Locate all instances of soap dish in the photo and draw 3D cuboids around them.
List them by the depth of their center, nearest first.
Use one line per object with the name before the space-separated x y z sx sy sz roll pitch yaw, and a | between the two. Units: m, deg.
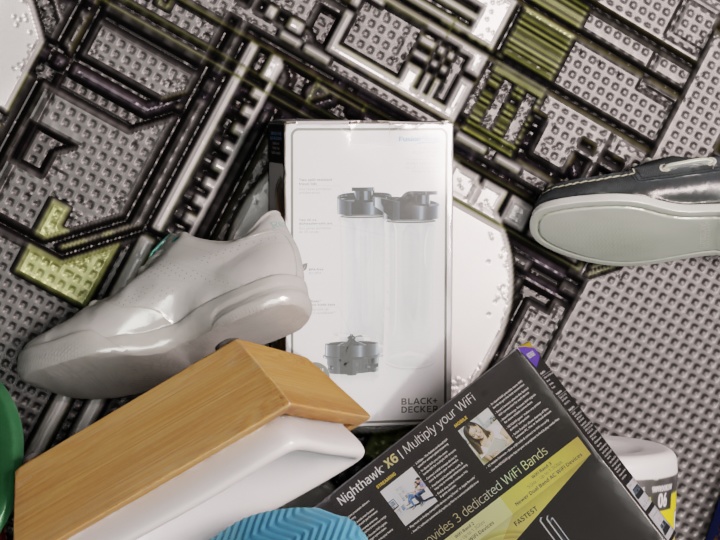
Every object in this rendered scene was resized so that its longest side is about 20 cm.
soap dish | -0.107 0.119 1.396 0.199 0.157 0.082 -31 75 13

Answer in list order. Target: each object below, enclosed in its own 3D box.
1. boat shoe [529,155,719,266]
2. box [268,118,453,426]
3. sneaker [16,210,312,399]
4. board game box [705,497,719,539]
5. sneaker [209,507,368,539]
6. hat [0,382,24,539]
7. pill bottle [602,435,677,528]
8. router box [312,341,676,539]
boat shoe | 0.213 -0.046 1.535 0.199 0.076 0.061 3 55 -4
box | 0.000 0.000 1.488 0.116 0.060 0.201 -2 95 -12
sneaker | -0.129 0.020 1.454 0.199 0.075 0.089 -17 64 11
board game box | 0.301 0.233 1.582 0.134 0.045 0.201 19 90 -13
sneaker | -0.079 0.219 1.426 0.199 0.081 0.077 -30 56 4
hat | -0.259 0.179 1.460 0.165 0.176 0.201 -9 59 16
pill bottle | 0.152 0.216 1.512 0.114 0.114 0.201 1 94 -13
router box | 0.075 0.168 1.441 0.200 0.052 0.158 -38 84 12
